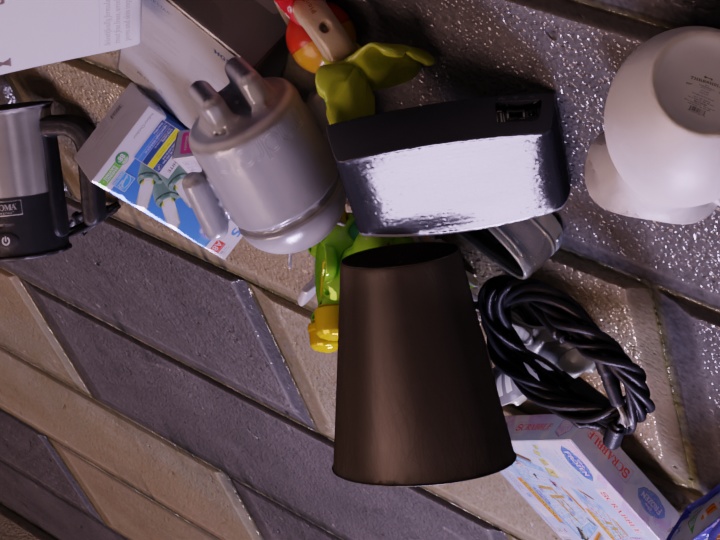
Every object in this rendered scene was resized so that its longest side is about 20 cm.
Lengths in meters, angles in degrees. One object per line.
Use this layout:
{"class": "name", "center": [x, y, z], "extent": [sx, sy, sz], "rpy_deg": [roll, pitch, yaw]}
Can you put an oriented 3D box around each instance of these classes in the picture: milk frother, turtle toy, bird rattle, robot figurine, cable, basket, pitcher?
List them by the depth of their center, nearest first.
{"class": "pitcher", "center": [0.260, -0.093, 1.268], "extent": [0.170, 0.122, 0.200], "rpy_deg": [17, 164, 4]}
{"class": "bird rattle", "center": [-0.042, -0.211, 1.526], "extent": [0.200, 0.113, 0.163], "rpy_deg": [45, 174, -4]}
{"class": "robot figurine", "center": [-0.085, -0.097, 1.592], "extent": [0.201, 0.169, 0.113], "rpy_deg": [59, 178, -30]}
{"class": "basket", "center": [0.046, 0.083, 1.592], "extent": [0.179, 0.136, 0.202], "rpy_deg": [-3, 101, 22]}
{"class": "cable", "center": [0.185, 0.080, 1.607], "extent": [0.200, 0.051, 0.163], "rpy_deg": [45, 159, 13]}
{"class": "turtle toy", "center": [0.000, 0.000, 1.726], "extent": [0.100, 0.147, 0.200], "rpy_deg": [-2, 169, -8]}
{"class": "milk frother", "center": [-0.404, -0.122, 2.192], "extent": [0.200, 0.179, 0.190], "rpy_deg": [-117, 21, -79]}

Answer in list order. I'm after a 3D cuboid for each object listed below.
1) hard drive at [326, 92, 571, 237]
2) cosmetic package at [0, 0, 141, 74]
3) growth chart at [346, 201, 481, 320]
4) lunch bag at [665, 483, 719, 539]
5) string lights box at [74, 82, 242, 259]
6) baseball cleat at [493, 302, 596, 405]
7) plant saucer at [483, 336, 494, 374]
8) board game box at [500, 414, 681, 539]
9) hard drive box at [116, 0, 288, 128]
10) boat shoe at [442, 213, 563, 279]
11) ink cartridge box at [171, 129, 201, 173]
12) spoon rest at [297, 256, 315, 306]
{"class": "hard drive", "center": [0.079, -0.086, 1.486], "extent": [0.198, 0.043, 0.135], "rpy_deg": [-7, 140, 10]}
{"class": "cosmetic package", "center": [-0.302, -0.312, 1.560], "extent": [0.165, 0.164, 0.202], "rpy_deg": [106, 146, -65]}
{"class": "growth chart", "center": [0.063, -0.014, 1.795], "extent": [0.144, 0.018, 0.201], "rpy_deg": [6, 138, 52]}
{"class": "lunch bag", "center": [0.403, 0.284, 1.668], "extent": [0.170, 0.124, 0.200], "rpy_deg": [41, 142, 1]}
{"class": "string lights box", "center": [-0.194, -0.104, 1.830], "extent": [0.199, 0.103, 0.059], "rpy_deg": [31, -168, -41]}
{"class": "baseball cleat", "center": [0.166, 0.079, 1.753], "extent": [0.107, 0.070, 0.200], "rpy_deg": [51, 145, -7]}
{"class": "plant saucer", "center": [0.093, 0.065, 1.733], "extent": [0.200, 0.032, 0.202], "rpy_deg": [159, 90, -82]}
{"class": "board game box", "center": [0.244, 0.238, 1.875], "extent": [0.200, 0.041, 0.199], "rpy_deg": [48, 156, -17]}
{"class": "hard drive box", "center": [-0.155, -0.223, 1.695], "extent": [0.156, 0.077, 0.200], "rpy_deg": [39, 157, 4]}
{"class": "boat shoe", "center": [0.092, -0.064, 1.598], "extent": [0.200, 0.072, 0.070], "rpy_deg": [35, 156, 14]}
{"class": "ink cartridge box", "center": [-0.072, -0.109, 1.710], "extent": [0.198, 0.042, 0.119], "rpy_deg": [-4, 153, 24]}
{"class": "spoon rest", "center": [-0.105, -0.056, 1.948], "extent": [0.200, 0.060, 0.099], "rpy_deg": [51, 157, 11]}
